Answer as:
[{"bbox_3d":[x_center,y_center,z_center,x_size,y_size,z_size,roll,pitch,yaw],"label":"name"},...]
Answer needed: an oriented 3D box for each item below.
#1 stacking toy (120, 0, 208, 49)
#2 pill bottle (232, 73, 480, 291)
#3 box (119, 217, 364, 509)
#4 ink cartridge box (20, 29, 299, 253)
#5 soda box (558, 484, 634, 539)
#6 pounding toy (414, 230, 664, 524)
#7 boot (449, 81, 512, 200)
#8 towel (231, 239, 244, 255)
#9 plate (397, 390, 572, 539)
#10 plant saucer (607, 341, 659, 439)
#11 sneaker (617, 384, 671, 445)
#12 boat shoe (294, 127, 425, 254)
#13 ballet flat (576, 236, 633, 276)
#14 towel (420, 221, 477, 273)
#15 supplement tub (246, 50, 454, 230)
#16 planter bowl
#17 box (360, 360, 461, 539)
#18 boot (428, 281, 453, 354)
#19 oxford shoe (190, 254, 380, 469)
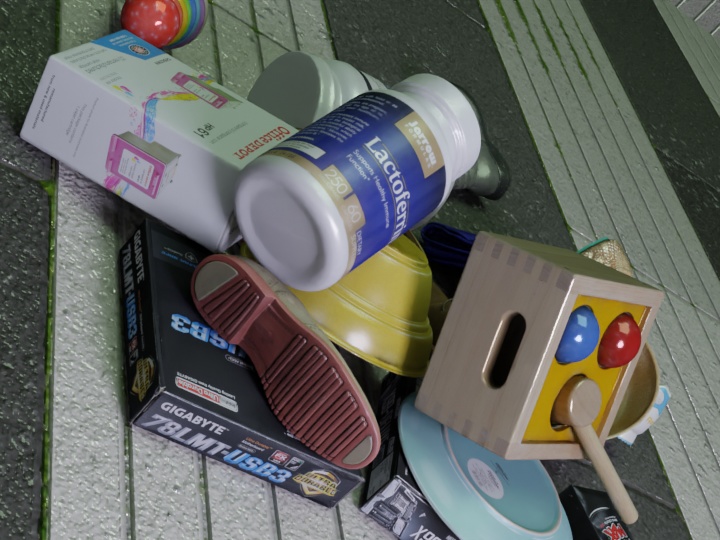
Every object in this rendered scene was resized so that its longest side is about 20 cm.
[{"bbox_3d":[-0.191,-0.246,1.390,0.085,0.085,0.200,39,8,-12],"label":"stacking toy"},{"bbox_3d":[0.002,-0.077,1.176,0.116,0.116,0.200,48,53,7],"label":"pill bottle"},{"bbox_3d":[-0.097,0.073,1.164,0.200,0.050,0.199,28,29,-30],"label":"box"},{"bbox_3d":[-0.163,-0.114,1.244,0.199,0.085,0.145,31,25,6],"label":"ink cartridge box"},{"bbox_3d":[0.224,0.291,1.284,0.063,0.071,0.200,19,36,-44],"label":"soda box"},{"bbox_3d":[0.166,0.094,1.211,0.142,0.201,0.184,26,11,37],"label":"pounding toy"},{"bbox_3d":[0.098,-0.171,1.796,0.130,0.068,0.200,7,43,-44],"label":"boot"},{"bbox_3d":[-0.044,-0.007,1.389,0.200,0.023,0.144,9,42,-50],"label":"towel"},{"bbox_3d":[0.114,0.174,1.232,0.200,0.026,0.200,36,26,-21],"label":"plate"},{"bbox_3d":[0.204,0.104,1.487,0.199,0.036,0.201,4,46,-4],"label":"plant saucer"},{"bbox_3d":[0.246,0.092,1.577,0.200,0.081,0.077,46,6,8],"label":"sneaker"},{"bbox_3d":[-0.011,-0.048,1.361,0.200,0.072,0.068,46,2,-14],"label":"boat shoe"},{"bbox_3d":[0.205,0.027,1.492,0.199,0.071,0.065,-26,68,-25],"label":"ballet flat"},{"bbox_3d":[0.176,0.003,1.609,0.199,0.050,0.147,18,1,-39],"label":"towel"},{"bbox_3d":[-0.009,-0.130,1.483,0.200,0.140,0.141,21,34,-40],"label":"supplement tub"},{"bbox_3d":[0.000,0.000,1.266,0.200,0.084,0.200,32,13,-8],"label":"planter bowl"},{"bbox_3d":[0.082,0.179,1.266,0.158,0.050,0.200,38,26,-13],"label":"box"},{"bbox_3d":[0.093,0.049,1.436,0.073,0.076,0.200,-7,48,-40],"label":"boot"},{"bbox_3d":[-0.044,0.063,1.123,0.200,0.070,0.075,53,22,10],"label":"oxford shoe"}]
